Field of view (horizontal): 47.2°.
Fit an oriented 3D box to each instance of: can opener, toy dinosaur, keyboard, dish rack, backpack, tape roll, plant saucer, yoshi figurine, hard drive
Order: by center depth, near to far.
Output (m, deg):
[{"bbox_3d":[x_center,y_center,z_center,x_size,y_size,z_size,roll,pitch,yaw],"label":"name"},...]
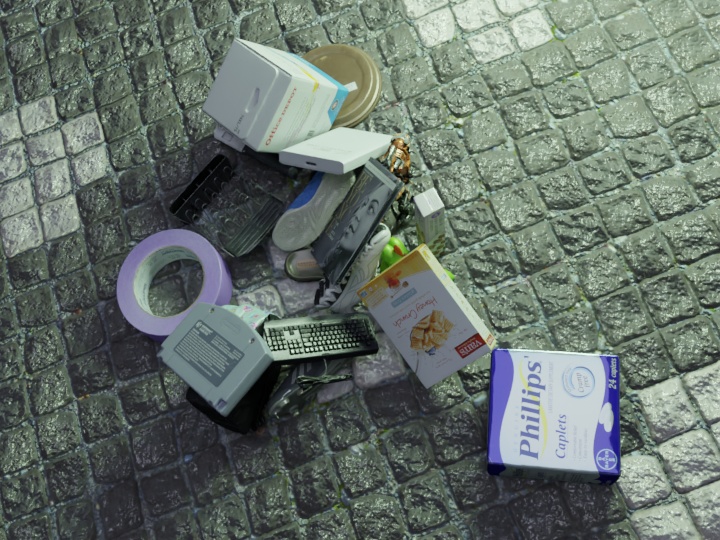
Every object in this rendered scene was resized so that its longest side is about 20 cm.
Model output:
[{"bbox_3d":[-0.060,0.132,1.350,0.198,0.021,0.128,-5,67,-26],"label":"keyboard"},{"bbox_3d":[-0.204,0.154,1.384,0.126,0.167,0.201,16,67,20],"label":"backpack"},{"bbox_3d":[0.100,0.034,1.417,0.201,0.112,0.112,53,126,8],"label":"yoshi figurine"},{"bbox_3d":[0.044,-0.143,1.449,0.102,0.136,0.200,33,71,22],"label":"toy dinosaur"},{"bbox_3d":[-0.036,-0.216,1.470,0.131,0.200,0.026,14,116,26],"label":"hard drive"},{"bbox_3d":[-0.337,0.030,1.497,0.198,0.066,0.202,-3,70,8],"label":"tape roll"},{"bbox_3d":[-0.242,-0.115,1.519,0.199,0.055,0.154,33,79,35],"label":"dish rack"},{"bbox_3d":[-0.201,-0.245,1.571,0.199,0.067,0.054,29,78,19],"label":"can opener"},{"bbox_3d":[-0.057,-0.362,1.610,0.198,0.030,0.202,-3,69,8],"label":"plant saucer"}]

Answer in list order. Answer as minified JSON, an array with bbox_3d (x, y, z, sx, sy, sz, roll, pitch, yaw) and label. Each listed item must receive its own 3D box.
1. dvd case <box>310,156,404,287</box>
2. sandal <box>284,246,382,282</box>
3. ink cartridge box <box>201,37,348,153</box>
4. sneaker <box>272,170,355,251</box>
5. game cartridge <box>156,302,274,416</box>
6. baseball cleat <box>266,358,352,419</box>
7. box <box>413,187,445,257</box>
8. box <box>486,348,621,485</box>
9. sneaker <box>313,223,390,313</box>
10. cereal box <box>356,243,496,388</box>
[{"bbox_3d":[-0.010,-0.085,1.378,0.201,0.016,0.149,-57,27,10],"label":"dvd case"},{"bbox_3d":[-0.044,-0.028,1.470,0.198,0.055,0.082,-7,69,8],"label":"sandal"},{"bbox_3d":[-0.151,-0.308,1.490,0.146,0.200,0.147,37,110,20],"label":"ink cartridge box"},{"bbox_3d":[-0.081,-0.125,1.506,0.077,0.111,0.200,37,108,-11],"label":"sneaker"},{"bbox_3d":[-0.227,0.130,1.299,0.199,0.041,0.133,30,78,42],"label":"game cartridge"},{"bbox_3d":[-0.093,0.163,1.411,0.199,0.070,0.106,-36,62,-15],"label":"baseball cleat"},{"bbox_3d":[0.117,-0.072,1.380,0.038,0.200,0.042,-27,70,-4],"label":"box"},{"bbox_3d":[0.300,0.228,1.289,0.198,0.105,0.185,2,70,11],"label":"box"},{"bbox_3d":[0.000,0.000,1.400,0.081,0.200,0.075,27,36,-17],"label":"sneaker"},{"bbox_3d":[0.105,0.076,1.332,0.144,0.040,0.201,-36,91,32],"label":"cereal box"}]
